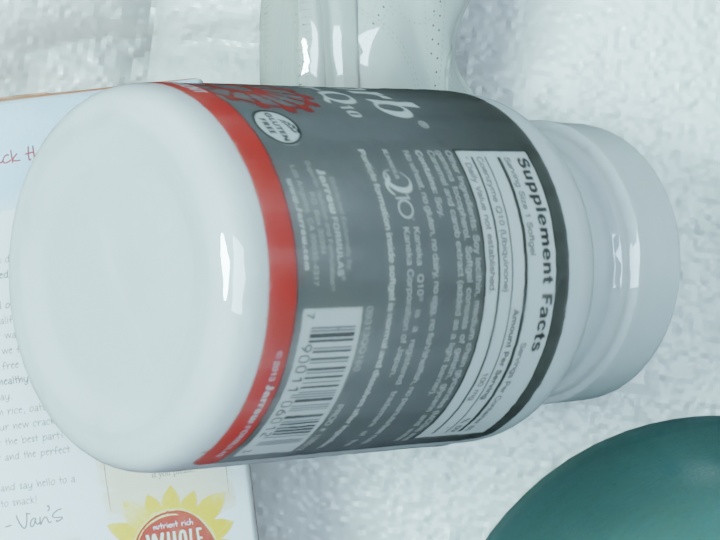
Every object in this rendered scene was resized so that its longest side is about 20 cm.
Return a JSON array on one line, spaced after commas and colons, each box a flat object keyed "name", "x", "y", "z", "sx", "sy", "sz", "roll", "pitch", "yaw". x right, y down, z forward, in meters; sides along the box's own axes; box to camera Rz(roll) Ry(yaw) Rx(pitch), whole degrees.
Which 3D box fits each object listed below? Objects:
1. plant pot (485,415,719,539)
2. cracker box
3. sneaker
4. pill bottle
[{"name": "plant pot", "x": 0.133, "y": 0.152, "z": 0.880, "sx": 0.200, "sy": 0.161, "sz": 0.201, "roll": 0, "pitch": 91, "yaw": -6}, {"name": "cracker box", "x": -0.108, "y": 0.042, "z": 0.907, "sx": 0.134, "sy": 0.058, "sz": 0.200, "roll": -7, "pitch": 91, "yaw": -7}, {"name": "sneaker", "x": 0.014, "y": -0.140, "z": 0.922, "sx": 0.088, "sy": 0.075, "sz": 0.200, "roll": 0, "pitch": 96, "yaw": -18}, {"name": "pill bottle", "x": 0.000, "y": 0.000, "z": 0.851, "sx": 0.200, "sy": 0.116, "sz": 0.116, "roll": -2, "pitch": 90, "yaw": -43}]
